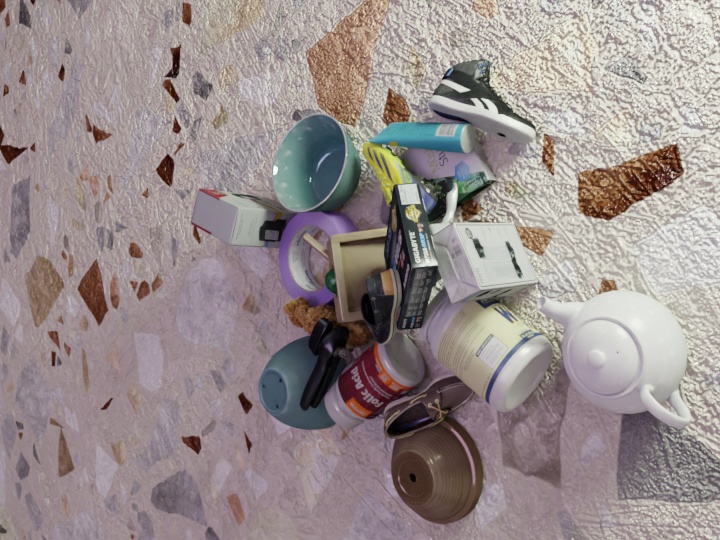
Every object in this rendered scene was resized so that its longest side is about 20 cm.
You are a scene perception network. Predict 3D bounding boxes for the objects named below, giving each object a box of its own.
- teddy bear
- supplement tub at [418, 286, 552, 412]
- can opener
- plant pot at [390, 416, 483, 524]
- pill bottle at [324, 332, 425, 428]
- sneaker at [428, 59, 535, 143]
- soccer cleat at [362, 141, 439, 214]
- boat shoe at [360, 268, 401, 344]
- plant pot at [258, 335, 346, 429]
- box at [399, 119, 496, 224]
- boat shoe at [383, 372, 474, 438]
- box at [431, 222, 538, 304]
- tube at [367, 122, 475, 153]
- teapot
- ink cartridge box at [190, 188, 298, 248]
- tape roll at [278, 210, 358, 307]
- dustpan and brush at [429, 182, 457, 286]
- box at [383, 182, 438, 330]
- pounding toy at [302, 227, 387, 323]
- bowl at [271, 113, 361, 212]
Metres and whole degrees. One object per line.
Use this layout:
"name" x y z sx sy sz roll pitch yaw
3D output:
"teddy bear" -0.071 0.115 1.481 0.197 0.067 0.146 25 152 7
"supplement tub" 0.209 0.125 1.237 0.199 0.144 0.147 39 116 32
"can opener" -0.071 0.191 1.432 0.079 0.062 0.203 41 124 43
"plant pot" 0.122 0.376 1.359 0.198 0.092 0.205 2 93 42
"pill bottle" 0.023 0.219 1.421 0.200 0.113 0.115 -44 65 33
"sneaker" 0.224 -0.302 1.255 0.197 0.073 0.113 24 83 20
"soccer cleat" 0.059 -0.168 1.355 0.084 0.064 0.200 -50 61 8
"boat shoe" 0.030 0.065 1.230 0.201 0.061 0.076 96 165 -59
"plant pot" -0.139 0.246 1.550 0.197 0.133 0.205 2 92 41
"box" 0.142 -0.178 1.354 0.199 0.036 0.147 -35 69 37
"boat shoe" 0.128 0.250 1.334 0.198 0.060 0.072 -27 110 20
"box" 0.205 -0.015 1.200 0.060 0.198 0.119 -31 74 37
"tube" 0.110 -0.245 1.316 0.197 0.077 0.051 13 126 37
"teapot" 0.383 0.128 1.088 0.197 0.145 0.202 -8 87 39
"ink cartridge box" -0.242 -0.111 1.582 0.144 0.198 0.084 25 105 36
"tape roll" -0.084 -0.026 1.536 0.198 0.065 0.205 2 93 41
"dustpan and brush" 0.142 -0.059 1.278 0.140 0.056 0.204 136 139 -74
"box" 0.079 -0.019 1.202 0.201 0.045 0.162 97 166 -58
"pounding toy" 0.000 0.000 1.386 0.142 0.196 0.188 139 123 -81
"bowl" -0.076 -0.203 1.479 0.198 0.104 0.205 -11 72 34
